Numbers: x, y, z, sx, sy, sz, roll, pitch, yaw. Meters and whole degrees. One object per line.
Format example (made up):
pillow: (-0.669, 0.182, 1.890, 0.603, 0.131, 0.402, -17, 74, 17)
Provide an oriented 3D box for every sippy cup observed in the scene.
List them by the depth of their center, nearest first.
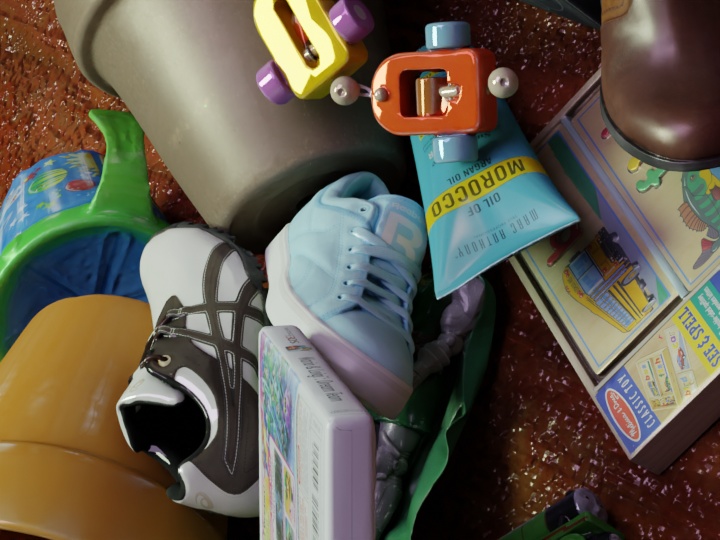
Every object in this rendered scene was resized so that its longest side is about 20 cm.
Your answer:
sippy cup: (-0.168, -0.005, 1.259, 0.178, 0.140, 0.131, -40, 33, 10)

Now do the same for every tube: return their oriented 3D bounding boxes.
tube: (0.058, -0.054, 1.055, 0.077, 0.050, 0.200, -33, 30, 11)

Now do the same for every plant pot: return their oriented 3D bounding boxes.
plant pot: (-0.150, 0.122, 1.131, 0.200, 0.200, 0.184, -24, 37, 37)
plant pot: (-0.055, -0.111, 1.162, 0.200, 0.200, 0.175, -36, 63, 28)

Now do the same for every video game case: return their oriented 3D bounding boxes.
video game case: (-0.020, 0.139, 0.897, 0.182, 0.024, 0.201, -138, 46, -75)

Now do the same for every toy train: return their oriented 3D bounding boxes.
toy train: (0.048, 0.167, 0.994, 0.200, 0.042, 0.057, -36, 36, 28)
toy train: (0.015, -0.151, 1.046, 0.149, 0.056, 0.201, -6, 91, 32)

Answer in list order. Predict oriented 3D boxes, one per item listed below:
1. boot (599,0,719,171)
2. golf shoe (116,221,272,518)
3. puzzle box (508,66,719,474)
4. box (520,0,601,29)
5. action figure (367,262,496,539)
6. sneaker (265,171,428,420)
boot: (0.141, -0.169, 0.944, 0.068, 0.201, 0.189, -1, 44, 7)
golf shoe: (-0.088, 0.045, 1.060, 0.200, 0.094, 0.078, 57, 136, 41)
puzzle box: (0.141, -0.015, 1.005, 0.133, 0.025, 0.200, -48, 42, 18)
box: (0.114, -0.248, 1.088, 0.106, 0.122, 0.201, 30, 92, 50)
action figure: (0.023, 0.064, 1.065, 0.118, 0.055, 0.201, -5, 59, 60)
sneaker: (0.000, 0.000, 1.037, 0.082, 0.074, 0.200, -52, 24, 13)
